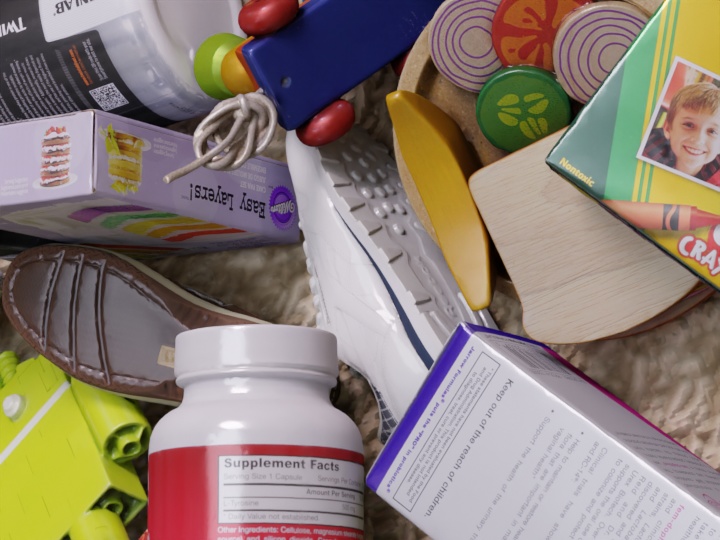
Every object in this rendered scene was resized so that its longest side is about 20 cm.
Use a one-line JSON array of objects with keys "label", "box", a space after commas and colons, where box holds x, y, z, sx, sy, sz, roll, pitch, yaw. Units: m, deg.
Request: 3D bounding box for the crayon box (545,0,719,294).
[{"label": "crayon box", "box": [0.219, -0.061, 1.220, 0.200, 0.058, 0.173, 37, 93, 7]}]

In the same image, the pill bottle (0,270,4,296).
[{"label": "pill bottle", "box": [-0.304, 0.065, 1.530, 0.116, 0.116, 0.200, 39, 101, 30]}]

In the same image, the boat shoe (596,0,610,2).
[{"label": "boat shoe", "box": [0.098, -0.161, 1.372, 0.200, 0.072, 0.068, 28, 134, 25]}]

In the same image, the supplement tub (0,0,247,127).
[{"label": "supplement tub", "box": [-0.177, -0.126, 1.485, 0.200, 0.123, 0.123, -16, 73, 27]}]

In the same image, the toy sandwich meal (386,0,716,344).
[{"label": "toy sandwich meal", "box": [0.102, -0.056, 1.303, 0.205, 0.070, 0.205, 5, 107, 18]}]

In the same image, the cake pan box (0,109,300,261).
[{"label": "cake pan box", "box": [-0.164, -0.042, 1.420, 0.200, 0.184, 0.052, -5, 78, 33]}]

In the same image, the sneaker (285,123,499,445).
[{"label": "sneaker", "box": [0.000, 0.000, 1.390, 0.081, 0.076, 0.200, -45, 58, 33]}]

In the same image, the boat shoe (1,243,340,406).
[{"label": "boat shoe", "box": [-0.104, 0.042, 1.428, 0.202, 0.075, 0.075, 23, 93, 18]}]

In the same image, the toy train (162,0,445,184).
[{"label": "toy train", "box": [-0.056, -0.108, 1.377, 0.200, 0.085, 0.116, -37, 21, -24]}]

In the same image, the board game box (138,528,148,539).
[{"label": "board game box", "box": [-0.063, 0.230, 1.391, 0.196, 0.056, 0.200, -51, 61, 13]}]

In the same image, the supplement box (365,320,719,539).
[{"label": "supplement box", "box": [0.119, 0.124, 1.275, 0.200, 0.101, 0.103, 36, 100, 31]}]

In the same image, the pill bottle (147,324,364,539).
[{"label": "pill bottle", "box": [-0.053, 0.132, 1.304, 0.112, 0.112, 0.200, -7, 77, 30]}]

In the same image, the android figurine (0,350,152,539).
[{"label": "android figurine", "box": [-0.190, 0.127, 1.464, 0.182, 0.041, 0.200, -46, 43, 16]}]
